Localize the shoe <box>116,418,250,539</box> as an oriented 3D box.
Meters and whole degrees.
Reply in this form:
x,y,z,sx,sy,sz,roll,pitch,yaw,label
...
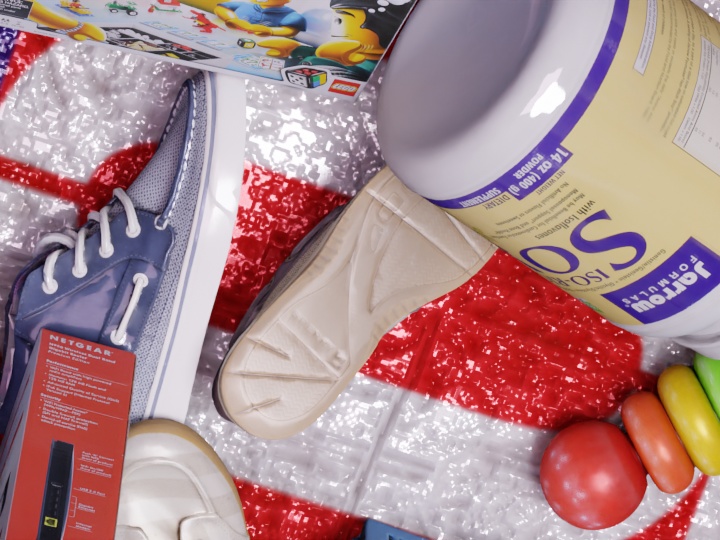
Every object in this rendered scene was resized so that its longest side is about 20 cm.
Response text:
x,y,z,sx,sy,sz,roll,pitch,yaw,label
-0.081,0.164,1.369,0.070,0.053,0.201,-12,118,-5,shoe

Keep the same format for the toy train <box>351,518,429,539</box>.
x,y,z,sx,sy,sz,roll,pitch,yaw,label
0.017,0.226,1.406,0.114,0.087,0.201,21,101,-1,toy train

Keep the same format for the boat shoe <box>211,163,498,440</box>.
x,y,z,sx,sy,sz,roll,pitch,yaw,label
0.000,0.000,1.365,0.200,0.065,0.072,-48,109,-15,boat shoe

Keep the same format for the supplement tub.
x,y,z,sx,sy,sz,roll,pitch,yaw,label
0.122,-0.058,1.312,0.200,0.145,0.146,32,96,-28,supplement tub

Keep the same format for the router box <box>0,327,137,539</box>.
x,y,z,sx,sy,sz,roll,pitch,yaw,label
-0.158,0.158,1.290,0.049,0.180,0.201,16,121,-10,router box

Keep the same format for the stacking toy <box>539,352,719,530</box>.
x,y,z,sx,sy,sz,roll,pitch,yaw,label
0.180,0.066,1.400,0.199,0.085,0.086,-27,103,7,stacking toy

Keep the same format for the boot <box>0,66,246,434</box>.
x,y,z,sx,sy,sz,roll,pitch,yaw,label
-0.115,-0.006,1.344,0.090,0.073,0.201,10,101,-14,boot

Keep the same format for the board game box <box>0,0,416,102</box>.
x,y,z,sx,sy,sz,roll,pitch,yaw,label
-0.077,-0.137,1.266,0.199,0.126,0.035,11,63,-12,board game box
